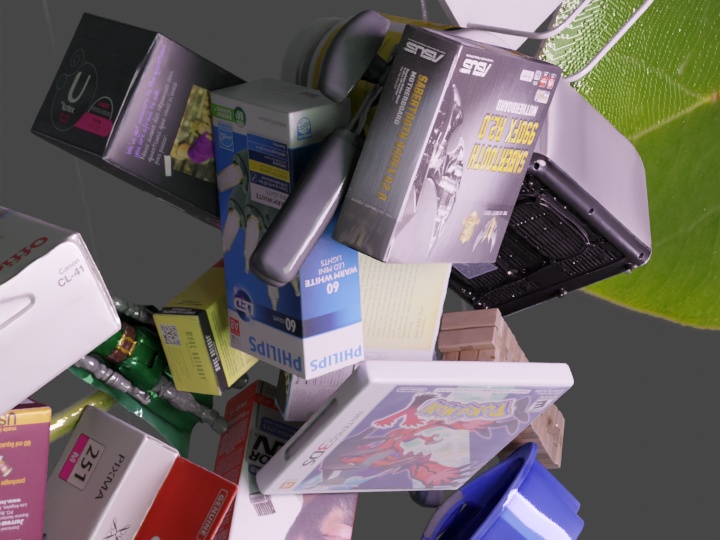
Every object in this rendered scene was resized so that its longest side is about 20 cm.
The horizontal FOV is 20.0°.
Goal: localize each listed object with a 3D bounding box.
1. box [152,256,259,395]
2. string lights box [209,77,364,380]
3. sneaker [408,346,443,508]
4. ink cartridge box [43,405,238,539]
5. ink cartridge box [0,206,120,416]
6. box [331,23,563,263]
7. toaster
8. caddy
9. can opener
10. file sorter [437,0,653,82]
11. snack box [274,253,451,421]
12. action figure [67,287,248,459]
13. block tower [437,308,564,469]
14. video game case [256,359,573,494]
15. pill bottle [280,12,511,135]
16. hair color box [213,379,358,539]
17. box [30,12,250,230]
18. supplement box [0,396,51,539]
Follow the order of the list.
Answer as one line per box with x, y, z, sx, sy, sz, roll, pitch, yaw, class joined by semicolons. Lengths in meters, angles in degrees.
-0.082;0.017;1.651;0.200;0.050;0.076;-43;126;-43;box
-0.053;-0.032;1.507;0.059;0.102;0.202;-16;112;-35;string lights box
0.028;0.124;1.803;0.081;0.070;0.201;-11;113;-8;sneaker
-0.199;0.221;1.570;0.043;0.173;0.201;33;81;-38;ink cartridge box
-0.284;0.028;1.438;0.147;0.199;0.086;-37;121;-24;ink cartridge box
0.066;-0.086;1.464;0.200;0.048;0.159;1;110;-64;box
0.121;-0.065;1.726;0.200;0.180;0.119;37;44;-37;toaster
0.109;0.245;1.822;0.105;0.141;0.200;38;97;-1;caddy
-0.028;-0.087;1.422;0.067;0.053;0.201;33;79;-6;can opener
0.141;-0.279;1.736;0.139;0.124;0.200;-47;124;-19;file sorter
0.006;0.024;1.604;0.115;0.037;0.201;3;113;-18;snack box
-0.177;0.067;1.625;0.200;0.054;0.119;31;74;-39;action figure
0.127;0.110;1.831;0.200;0.057;0.054;54;39;-48;block tower
0.043;0.126;1.620;0.199;0.182;0.023;2;56;-34;video game case
0.029;-0.146;1.634;0.114;0.199;0.115;-10;108;-35;pill bottle
-0.066;0.203;1.668;0.110;0.064;0.201;22;59;-22;hair color box
-0.131;-0.103;1.572;0.199;0.122;0.107;28;85;-38;box
-0.298;0.188;1.527;0.085;0.110;0.202;-3;104;-37;supplement box
